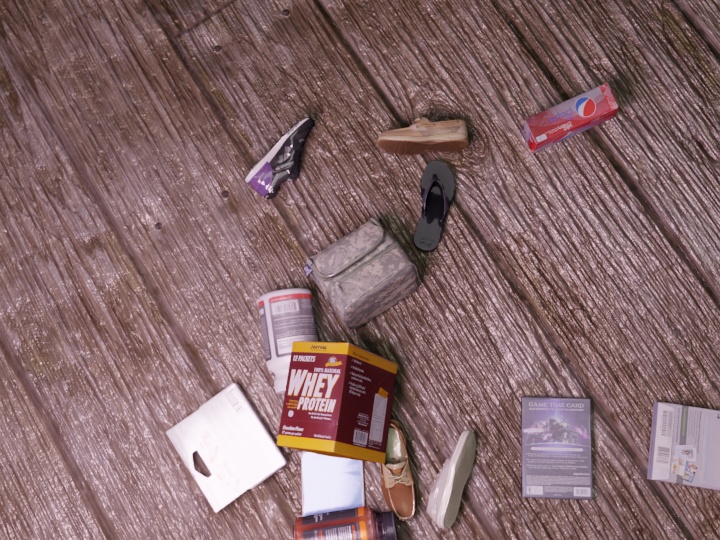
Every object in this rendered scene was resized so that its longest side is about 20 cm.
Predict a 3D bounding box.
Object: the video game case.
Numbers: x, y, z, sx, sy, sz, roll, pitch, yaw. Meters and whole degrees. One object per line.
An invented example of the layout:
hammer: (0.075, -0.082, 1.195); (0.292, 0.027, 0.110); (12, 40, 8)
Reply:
video game case: (0.399, 0.361, 1.711); (0.141, 0.019, 0.202); (1, 79, 3)

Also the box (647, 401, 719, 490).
box: (0.686, 0.356, 1.684); (0.198, 0.041, 0.158); (7, 80, 5)

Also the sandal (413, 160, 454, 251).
sandal: (0.161, -0.141, 1.803); (0.075, 0.043, 0.202); (7, 80, 4)

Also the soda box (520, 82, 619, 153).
soda box: (0.451, -0.327, 1.808); (0.198, 0.070, 0.064); (-24, 78, -1)

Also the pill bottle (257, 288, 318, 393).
pill bottle: (-0.143, 0.146, 1.731); (0.115, 0.116, 0.202); (-9, 79, 1)

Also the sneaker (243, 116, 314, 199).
sneaker: (-0.157, -0.242, 1.836); (0.088, 0.076, 0.200); (43, 88, -5)

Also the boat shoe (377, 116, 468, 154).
boat shoe: (0.134, -0.295, 1.825); (0.198, 0.071, 0.065); (-1, 73, -5)

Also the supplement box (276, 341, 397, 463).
supplement box: (-0.041, 0.258, 1.638); (0.132, 0.197, 0.202); (-1, 73, 32)

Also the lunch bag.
lunch bag: (0.000, 0.000, 1.745); (0.199, 0.140, 0.168); (-34, 63, -4)

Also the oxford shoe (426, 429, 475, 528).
oxford shoe: (0.181, 0.416, 1.692); (0.057, 0.075, 0.202); (10, 76, 42)

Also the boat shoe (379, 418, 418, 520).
boat shoe: (0.069, 0.401, 1.693); (0.075, 0.074, 0.202); (-13, 79, 1)

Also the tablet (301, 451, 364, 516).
tablet: (-0.056, 0.469, 1.718); (0.129, 0.014, 0.202); (-3, 79, 3)

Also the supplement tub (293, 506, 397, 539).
supplement tub: (-0.027, 0.524, 1.645); (0.198, 0.107, 0.108); (-10, 79, 2)

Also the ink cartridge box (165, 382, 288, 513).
ink cartridge box: (-0.275, 0.365, 1.733); (0.175, 0.045, 0.201); (-35, 79, -4)
